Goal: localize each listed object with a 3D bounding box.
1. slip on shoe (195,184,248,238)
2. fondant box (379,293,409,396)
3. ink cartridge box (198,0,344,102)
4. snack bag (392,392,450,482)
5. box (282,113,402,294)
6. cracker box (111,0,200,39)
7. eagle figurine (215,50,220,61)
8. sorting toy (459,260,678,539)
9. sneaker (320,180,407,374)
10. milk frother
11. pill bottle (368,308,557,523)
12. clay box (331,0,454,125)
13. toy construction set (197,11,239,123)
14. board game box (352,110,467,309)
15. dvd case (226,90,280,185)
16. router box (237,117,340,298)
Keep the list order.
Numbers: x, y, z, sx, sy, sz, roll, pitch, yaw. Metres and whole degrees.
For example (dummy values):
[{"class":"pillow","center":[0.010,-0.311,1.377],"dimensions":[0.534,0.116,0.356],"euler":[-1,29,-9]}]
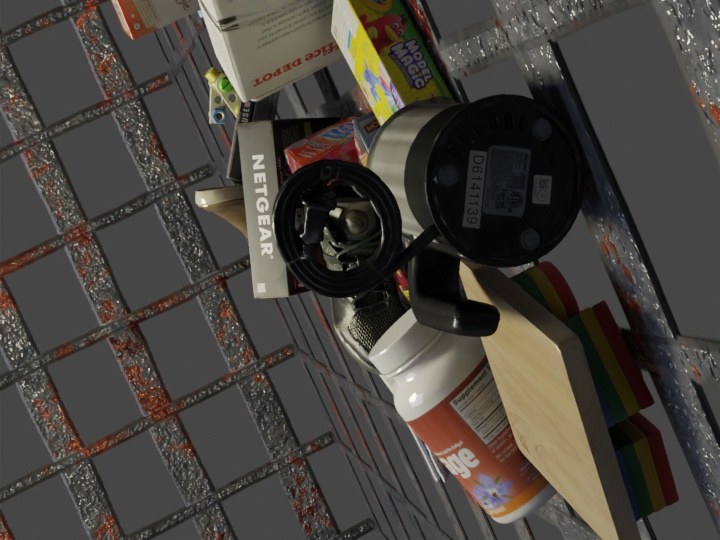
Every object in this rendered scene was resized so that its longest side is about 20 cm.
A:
[{"class":"slip on shoe","center":[-0.128,-0.069,1.678],"dimensions":[0.199,0.075,0.062],"euler":[1,-94,-66]},{"class":"fondant box","center":[0.070,0.092,1.481],"dimensions":[0.143,0.059,0.200],"euler":[27,-167,-30]},{"class":"ink cartridge box","center":[-0.083,-0.278,1.314],"dimensions":[0.085,0.145,0.201],"euler":[56,167,35]},{"class":"snack bag","center":[0.080,0.183,1.876],"dimensions":[0.190,0.021,0.200],"euler":[64,-171,2]},{"class":"box","center":[-0.002,-0.060,1.578],"dimensions":[0.095,0.099,0.202],"euler":[46,159,61]},{"class":"cracker box","center":[-0.197,-0.364,1.565],"dimensions":[0.135,0.198,0.058],"euler":[68,169,-25]},{"class":"eagle figurine","center":[-0.131,-0.334,1.463],"dimensions":[0.200,0.150,0.153],"euler":[44,-142,-41]},{"class":"sorting toy","center":[0.169,0.091,1.108],"dimensions":[0.201,0.069,0.200],"euler":[69,170,-25]},{"class":"sneaker","center":[0.000,0.000,1.369],"dimensions":[0.114,0.075,0.202],"euler":[83,174,-71]},{"class":"milk frother","center":[0.031,-0.057,1.026],"dimensions":[0.198,0.183,0.188],"euler":[23,180,-14]},{"class":"pill bottle","center":[0.103,0.125,1.284],"dimensions":[0.200,0.112,0.112],"euler":[48,172,-5]},{"class":"clay box","center":[0.038,-0.162,1.245],"dimensions":[0.202,0.047,0.115],"euler":[62,170,11]},{"class":"toy construction set","center":[-0.167,-0.297,1.791],"dimensions":[0.092,0.130,0.202],"euler":[48,161,57]},{"class":"board game box","center":[0.051,-0.063,1.393],"dimensions":[0.200,0.061,0.202],"euler":[168,78,-81]},{"class":"dvd case","center":[-0.122,-0.202,1.684],"dimensions":[0.150,0.024,0.203],"euler":[20,-100,-85]},{"class":"router box","center":[-0.073,-0.077,1.640],"dimensions":[0.157,0.052,0.203],"euler":[-12,-82,-60]}]
